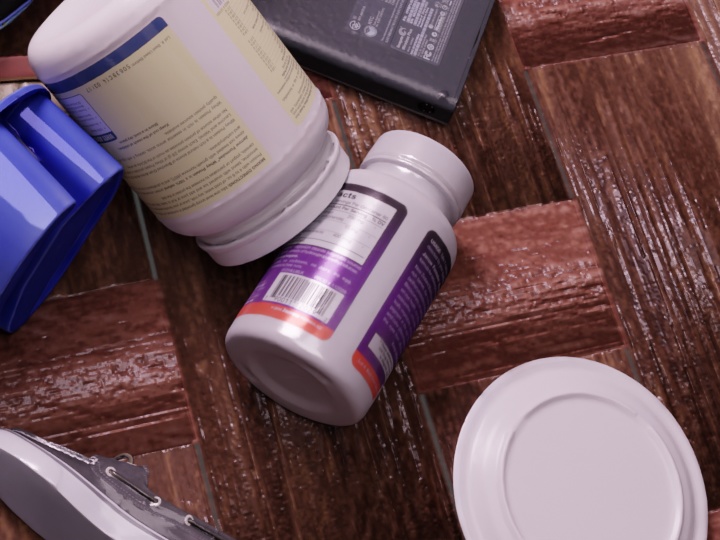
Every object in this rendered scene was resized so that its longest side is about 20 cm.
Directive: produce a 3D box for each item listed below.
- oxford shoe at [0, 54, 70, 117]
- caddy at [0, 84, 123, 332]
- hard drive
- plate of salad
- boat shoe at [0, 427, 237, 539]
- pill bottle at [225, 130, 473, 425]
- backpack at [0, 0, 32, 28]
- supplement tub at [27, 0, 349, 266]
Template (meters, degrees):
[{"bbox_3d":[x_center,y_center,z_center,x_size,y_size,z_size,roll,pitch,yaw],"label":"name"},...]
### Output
[{"bbox_3d":[-0.209,-0.121,1.068,0.200,0.070,0.075,-2,97,-16],"label":"oxford shoe"},{"bbox_3d":[-0.248,-0.031,0.943,0.105,0.200,0.141,38,30,-1],"label":"caddy"},{"bbox_3d":[0.001,-0.214,1.156,0.200,0.033,0.140,22,65,-2],"label":"hard drive"},{"bbox_3d":[0.154,0.159,1.018,0.200,0.048,0.200,8,67,-19],"label":"plate of salad"},{"bbox_3d":[-0.156,0.156,0.950,0.200,0.070,0.066,31,47,6],"label":"boat shoe"},{"bbox_3d":[0.000,0.000,1.020,0.111,0.111,0.200,31,64,3],"label":"pill bottle"},{"bbox_3d":[-0.299,-0.250,1.008,0.183,0.134,0.200,59,44,-27],"label":"backpack"},{"bbox_3d":[-0.113,-0.116,0.989,0.145,0.145,0.200,-50,117,-25],"label":"supplement tub"}]
